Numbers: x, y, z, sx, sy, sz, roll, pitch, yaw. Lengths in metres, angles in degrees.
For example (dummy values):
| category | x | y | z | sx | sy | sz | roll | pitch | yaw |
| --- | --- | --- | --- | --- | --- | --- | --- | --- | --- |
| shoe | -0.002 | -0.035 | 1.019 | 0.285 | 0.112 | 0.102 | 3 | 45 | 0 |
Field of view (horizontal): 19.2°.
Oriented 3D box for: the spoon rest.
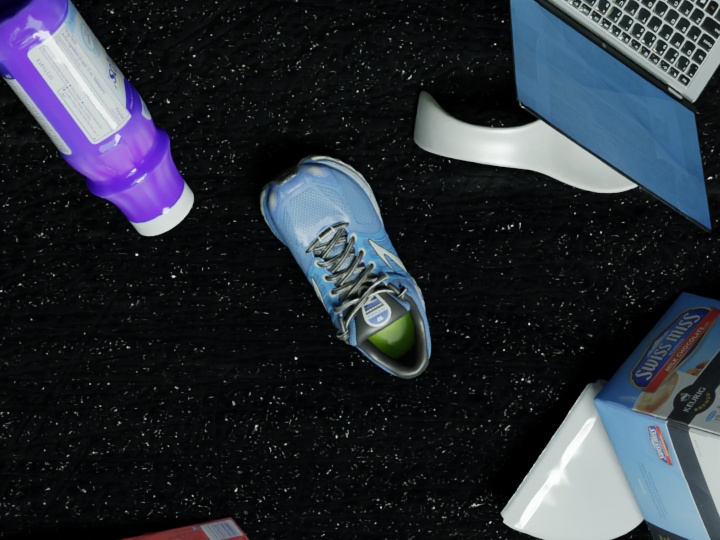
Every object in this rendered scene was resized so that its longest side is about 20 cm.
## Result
| category | x | y | z | sx | sy | sz | roll | pitch | yaw |
| --- | --- | --- | --- | --- | --- | --- | --- | --- | --- |
| spoon rest | 0.141 | -0.099 | 1.526 | 0.199 | 0.061 | 0.100 | -2 | 119 | -16 |

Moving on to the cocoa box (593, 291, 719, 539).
| category | x | y | z | sx | sy | sz | roll | pitch | yaw |
| --- | --- | --- | --- | --- | --- | --- | --- | --- | --- |
| cocoa box | 0.292 | 0.140 | 1.655 | 0.133 | 0.131 | 0.200 | -46 | 129 | -26 |

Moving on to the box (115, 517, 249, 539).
| category | x | y | z | sx | sy | sz | roll | pitch | yaw |
| --- | --- | --- | --- | --- | --- | --- | --- | --- | --- |
| box | -0.165 | 0.267 | 1.599 | 0.200 | 0.103 | 0.095 | -8 | 124 | -33 |

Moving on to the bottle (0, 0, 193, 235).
| category | x | y | z | sx | sy | sz | roll | pitch | yaw |
| --- | --- | --- | --- | --- | --- | --- | --- | --- | --- |
| bottle | -0.179 | -0.107 | 1.403 | 0.065 | 0.084 | 0.200 | -32 | 124 | 3 |

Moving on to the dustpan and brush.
| category | x | y | z | sx | sy | sz | roll | pitch | yaw |
| --- | --- | --- | --- | --- | --- | --- | --- | --- | --- |
| dustpan and brush | 0.213 | 0.179 | 1.733 | 0.200 | 0.057 | 0.140 | 32 | 95 | -24 |

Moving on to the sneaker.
| category | x | y | z | sx | sy | sz | roll | pitch | yaw |
| --- | --- | --- | --- | --- | --- | --- | --- | --- | --- |
| sneaker | 0.000 | 0.000 | 1.524 | 0.078 | 0.089 | 0.200 | -35 | 124 | 3 |

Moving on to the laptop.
| category | x | y | z | sx | sy | sz | roll | pitch | yaw |
| --- | --- | --- | --- | --- | --- | --- | --- | --- | --- |
| laptop | 0.201 | -0.167 | 1.445 | 0.187 | 0.116 | 0.200 | 31 | 95 | -29 |
